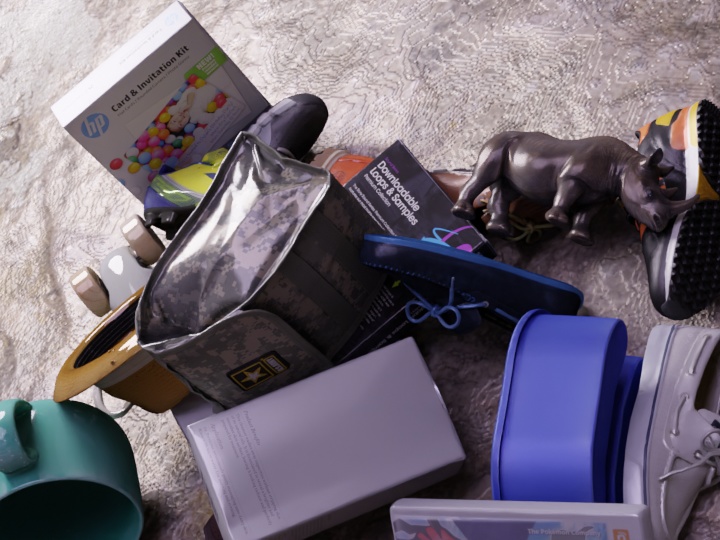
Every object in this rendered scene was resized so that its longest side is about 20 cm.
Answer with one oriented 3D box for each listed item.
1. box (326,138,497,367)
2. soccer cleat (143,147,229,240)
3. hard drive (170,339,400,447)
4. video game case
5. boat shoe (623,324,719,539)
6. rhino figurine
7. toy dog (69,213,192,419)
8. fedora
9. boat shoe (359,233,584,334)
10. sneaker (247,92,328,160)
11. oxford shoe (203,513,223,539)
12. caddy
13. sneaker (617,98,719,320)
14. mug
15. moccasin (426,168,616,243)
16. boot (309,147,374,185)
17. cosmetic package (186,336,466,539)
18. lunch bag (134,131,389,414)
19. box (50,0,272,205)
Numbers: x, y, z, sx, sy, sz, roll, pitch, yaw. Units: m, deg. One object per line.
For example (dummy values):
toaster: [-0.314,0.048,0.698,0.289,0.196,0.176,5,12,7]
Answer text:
box: [0.000,0.000,1.535,0.200,0.036,0.143,-40,55,4]
soccer cleat: [-0.119,-0.080,1.633,0.200,0.065,0.084,-8,62,38]
hard drive: [-0.048,0.116,1.533,0.200,0.025,0.132,-27,47,-10]
video game case: [0.124,0.254,1.297,0.200,0.023,0.183,-3,103,31]
boat shoe: [0.253,0.128,1.353,0.086,0.075,0.202,-4,49,27]
rhino figurine: [0.177,-0.070,1.450,0.200,0.060,0.088,7,70,29]
toy dog: [-0.188,0.048,1.683,0.132,0.096,0.200,-23,66,14]
fedora: [-0.174,0.067,1.550,0.201,0.082,0.201,-38,13,11]
boat shoe: [0.089,0.022,1.443,0.084,0.200,0.069,-155,82,-72]
sneaker: [-0.084,-0.065,1.695,0.200,0.075,0.116,-46,52,12]
oxford shoe: [-0.091,0.273,1.476,0.073,0.071,0.200,-33,39,21]
caddy: [0.151,0.125,1.367,0.105,0.141,0.200,-2,59,25]
sneaker: [0.251,-0.043,1.474,0.090,0.070,0.200,-15,52,43]
mug: [-0.268,0.174,1.573,0.114,0.152,0.185,-107,29,-42]
moccasin: [0.125,-0.055,1.550,0.201,0.074,0.078,-4,72,26]
boot: [-0.021,-0.019,1.619,0.107,0.075,0.200,12,66,32]
cosmetic package: [-0.028,0.144,1.441,0.200,0.081,0.113,-19,74,-10]
lunch bag: [-0.078,0.018,1.442,0.118,0.164,0.200,28,80,31]
box: [-0.171,-0.139,1.703,0.156,0.200,0.041,-39,46,2]
